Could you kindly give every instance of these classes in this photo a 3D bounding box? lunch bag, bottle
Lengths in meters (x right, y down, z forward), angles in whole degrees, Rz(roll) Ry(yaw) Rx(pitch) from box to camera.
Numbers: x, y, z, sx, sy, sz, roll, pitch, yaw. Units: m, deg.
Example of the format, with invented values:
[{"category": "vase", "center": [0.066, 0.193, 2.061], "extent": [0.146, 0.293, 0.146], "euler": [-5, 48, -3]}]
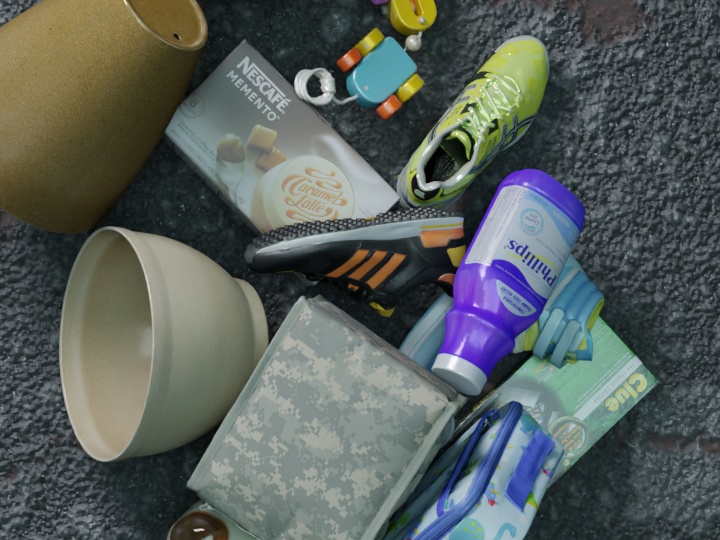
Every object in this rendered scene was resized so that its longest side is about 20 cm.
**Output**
[{"category": "lunch bag", "center": [0.092, 0.207, 1.412], "extent": [0.082, 0.200, 0.161], "euler": [44, 121, -3]}, {"category": "lunch bag", "center": [-0.030, 0.148, 1.370], "extent": [0.164, 0.118, 0.201], "euler": [34, 94, 7]}, {"category": "bottle", "center": [0.124, 0.011, 1.428], "extent": [0.083, 0.065, 0.201], "euler": [37, 68, -23]}]

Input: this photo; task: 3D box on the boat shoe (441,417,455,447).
[{"category": "boat shoe", "center": [-0.016, 0.131, 1.475], "extent": [0.200, 0.072, 0.070], "euler": [1, 80, 10]}]

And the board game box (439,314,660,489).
[{"category": "board game box", "center": [0.174, 0.134, 1.535], "extent": [0.200, 0.023, 0.105], "euler": [-42, 90, -4]}]

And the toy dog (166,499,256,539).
[{"category": "toy dog", "center": [-0.089, 0.287, 1.435], "extent": [0.194, 0.140, 0.200], "euler": [-36, 80, 0]}]

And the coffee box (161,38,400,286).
[{"category": "coffee box", "center": [-0.075, -0.095, 1.486], "extent": [0.114, 0.080, 0.200], "euler": [-44, 94, -5]}]

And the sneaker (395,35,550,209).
[{"category": "sneaker", "center": [0.112, -0.131, 1.508], "extent": [0.075, 0.076, 0.200], "euler": [36, 85, -2]}]

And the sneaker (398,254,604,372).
[{"category": "sneaker", "center": [0.137, 0.060, 1.491], "extent": [0.200, 0.080, 0.131], "euler": [-41, 75, -4]}]

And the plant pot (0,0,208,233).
[{"category": "plant pot", "center": [-0.226, -0.165, 1.381], "extent": [0.200, 0.186, 0.187], "euler": [-39, 93, 31]}]

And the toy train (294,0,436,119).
[{"category": "toy train", "center": [-0.005, -0.233, 1.499], "extent": [0.149, 0.056, 0.201], "euler": [10, 77, -18]}]

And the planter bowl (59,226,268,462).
[{"category": "planter bowl", "center": [-0.164, 0.066, 1.434], "extent": [0.134, 0.200, 0.202], "euler": [3, 88, -33]}]

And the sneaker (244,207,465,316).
[{"category": "sneaker", "center": [0.000, 0.000, 1.423], "extent": [0.199, 0.070, 0.091], "euler": [-9, 99, -17]}]
